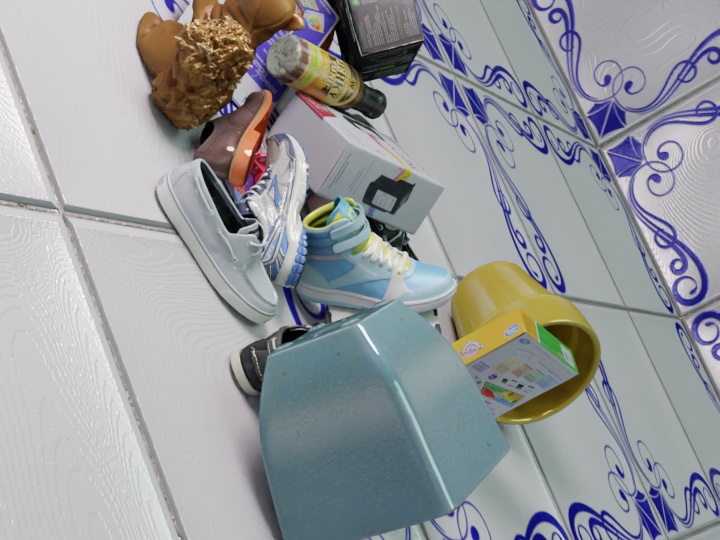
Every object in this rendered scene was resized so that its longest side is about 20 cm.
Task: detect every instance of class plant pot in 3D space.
[{"bbox_3d":[0.007,0.147,1.421,0.196,0.194,0.202,-26,94,-64],"label":"plant pot"},{"bbox_3d":[0.227,0.092,2.054,0.201,0.200,0.190,39,16,-42],"label":"plant pot"}]

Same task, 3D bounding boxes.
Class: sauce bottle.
[{"bbox_3d":[-0.039,-0.253,1.855,0.199,0.064,0.065,19,46,-48],"label":"sauce bottle"}]

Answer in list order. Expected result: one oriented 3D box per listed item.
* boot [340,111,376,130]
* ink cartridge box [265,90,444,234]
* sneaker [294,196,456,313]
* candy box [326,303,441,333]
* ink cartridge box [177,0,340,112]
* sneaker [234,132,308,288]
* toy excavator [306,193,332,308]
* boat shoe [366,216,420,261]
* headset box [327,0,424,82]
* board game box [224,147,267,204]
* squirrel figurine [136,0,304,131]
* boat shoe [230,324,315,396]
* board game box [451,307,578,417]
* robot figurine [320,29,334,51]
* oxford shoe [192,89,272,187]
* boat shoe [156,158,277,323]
[{"bbox_3d":[0.030,-0.167,2.034,0.200,0.068,0.130,48,19,18],"label":"boot"},{"bbox_3d":[-0.006,-0.142,1.848,0.199,0.083,0.146,20,19,-46],"label":"ink cartridge box"},{"bbox_3d":[0.017,-0.022,1.645,0.080,0.198,0.132,-78,169,-58],"label":"sneaker"},{"bbox_3d":[0.035,0.128,1.633,0.061,0.135,0.201,91,-7,-48],"label":"candy box"},{"bbox_3d":[-0.142,-0.323,1.811,0.201,0.043,0.198,-56,131,-16],"label":"ink cartridge box"},{"bbox_3d":[-0.108,-0.079,1.628,0.084,0.077,0.202,7,59,-16],"label":"sneaker"},{"bbox_3d":[0.000,0.000,1.804,0.195,0.100,0.200,51,10,-21],"label":"toy excavator"},{"bbox_3d":[0.042,-0.041,1.952,0.201,0.068,0.074,60,21,0],"label":"boat shoe"},{"bbox_3d":[0.013,-0.364,1.911,0.200,0.092,0.176,144,-68,-84],"label":"headset box"},{"bbox_3d":[-0.108,-0.099,1.727,0.201,0.039,0.158,64,22,10],"label":"board game box"},{"bbox_3d":[-0.157,-0.261,1.620,0.142,0.186,0.201,50,24,-25],"label":"squirrel figurine"},{"bbox_3d":[-0.071,0.093,1.543,0.072,0.067,0.200,61,20,6],"label":"boat shoe"},{"bbox_3d":[0.164,0.138,1.825,0.153,0.199,0.041,37,31,-46],"label":"board game box"},{"bbox_3d":[-0.114,-0.354,1.932,0.200,0.116,0.144,40,20,-39],"label":"robot figurine"},{"bbox_3d":[-0.151,-0.172,1.667,0.072,0.072,0.200,16,29,-2],"label":"oxford shoe"},{"bbox_3d":[-0.142,-0.033,1.529,0.202,0.071,0.070,55,22,-15],"label":"boat shoe"}]
